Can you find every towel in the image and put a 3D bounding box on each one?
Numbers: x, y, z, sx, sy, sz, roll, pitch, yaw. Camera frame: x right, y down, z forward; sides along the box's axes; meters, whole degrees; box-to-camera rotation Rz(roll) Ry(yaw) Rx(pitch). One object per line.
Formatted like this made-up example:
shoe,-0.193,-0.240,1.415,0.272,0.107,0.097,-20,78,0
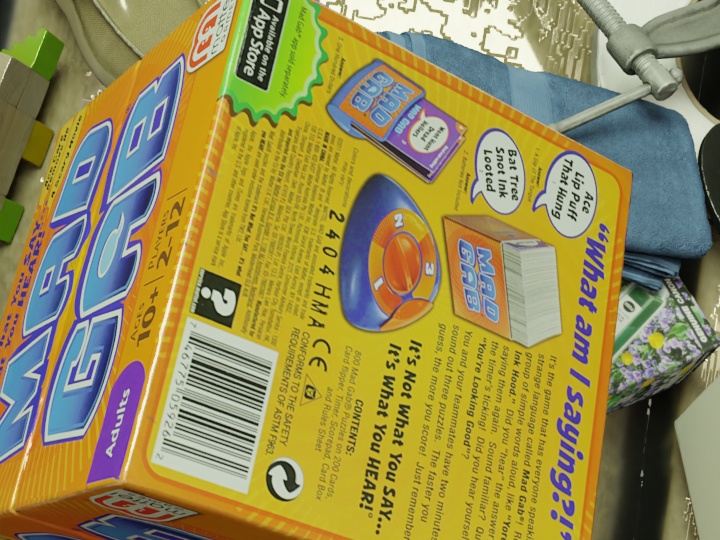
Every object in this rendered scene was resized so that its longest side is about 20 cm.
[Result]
towel,0.091,-0.061,0.735,0.199,0.049,0.112,12,58,-19

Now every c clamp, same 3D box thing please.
c clamp,0.141,-0.173,0.766,0.170,0.027,0.201,-17,58,-14

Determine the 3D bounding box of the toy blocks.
toy blocks,-0.282,-0.071,0.818,0.136,0.100,0.201,19,85,16

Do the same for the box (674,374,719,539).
box,0.239,0.151,0.712,0.094,0.078,0.201,8,52,-16

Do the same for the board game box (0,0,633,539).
board game box,-0.031,0.034,0.583,0.199,0.200,0.201,24,64,-27

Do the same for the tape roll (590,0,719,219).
tape roll,0.239,-0.128,0.818,0.201,0.037,0.204,0,84,3

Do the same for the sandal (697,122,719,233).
sandal,0.252,-0.006,0.741,0.075,0.045,0.201,-18,65,-8

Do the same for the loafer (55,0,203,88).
loafer,-0.135,-0.163,0.788,0.076,0.068,0.200,-19,54,-39

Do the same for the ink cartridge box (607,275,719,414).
ink cartridge box,0.090,0.038,0.751,0.199,0.050,0.109,-19,68,-26
